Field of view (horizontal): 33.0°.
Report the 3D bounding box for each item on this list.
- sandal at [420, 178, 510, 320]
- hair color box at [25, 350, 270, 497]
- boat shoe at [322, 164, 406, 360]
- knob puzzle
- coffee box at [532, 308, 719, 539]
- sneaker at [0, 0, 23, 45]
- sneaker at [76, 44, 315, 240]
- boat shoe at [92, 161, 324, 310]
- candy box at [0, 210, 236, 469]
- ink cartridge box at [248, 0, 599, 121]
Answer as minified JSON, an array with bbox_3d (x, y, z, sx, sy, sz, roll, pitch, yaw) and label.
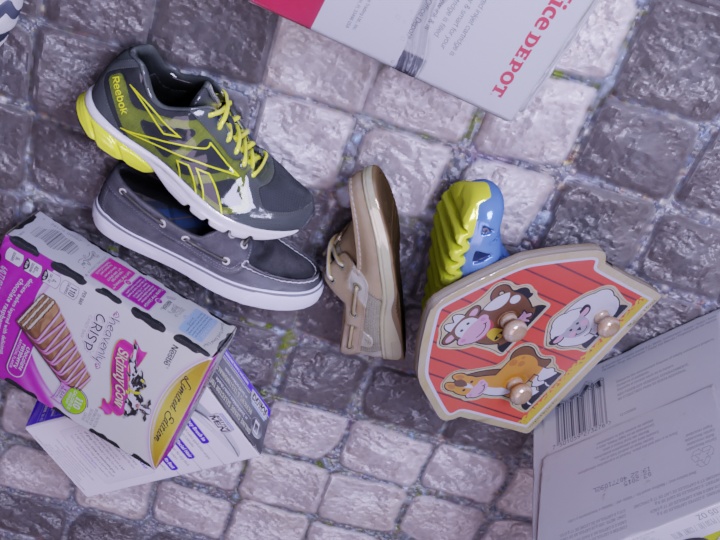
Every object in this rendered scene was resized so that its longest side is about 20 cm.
[{"bbox_3d":[0.098,0.005,0.984,0.087,0.080,0.200,1,138,-3],"label":"sandal"},{"bbox_3d":[-0.199,0.140,1.147,0.200,0.065,0.109,-15,127,22],"label":"hair color box"},{"bbox_3d":[0.000,0.000,0.991,0.065,0.072,0.200,-1,136,6],"label":"boat shoe"},{"bbox_3d":[0.129,0.058,0.976,0.219,0.030,0.220,-14,136,-14],"label":"knob puzzle"},{"bbox_3d":[0.281,0.195,1.033,0.200,0.200,0.198,-29,122,30],"label":"coffee box"},{"bbox_3d":[-0.352,-0.190,0.866,0.199,0.080,0.130,18,123,-21],"label":"sneaker"},{"bbox_3d":[-0.115,-0.095,0.920,0.200,0.075,0.085,29,128,-16],"label":"sneaker"},{"bbox_3d":[-0.117,-0.033,0.985,0.200,0.070,0.066,25,132,-4],"label":"boat shoe"},{"bbox_3d":[-0.224,0.060,1.035,0.200,0.061,0.136,30,118,1],"label":"candy box"},{"bbox_3d":[0.049,-0.208,0.790,0.200,0.083,0.145,23,130,-12],"label":"ink cartridge box"}]
